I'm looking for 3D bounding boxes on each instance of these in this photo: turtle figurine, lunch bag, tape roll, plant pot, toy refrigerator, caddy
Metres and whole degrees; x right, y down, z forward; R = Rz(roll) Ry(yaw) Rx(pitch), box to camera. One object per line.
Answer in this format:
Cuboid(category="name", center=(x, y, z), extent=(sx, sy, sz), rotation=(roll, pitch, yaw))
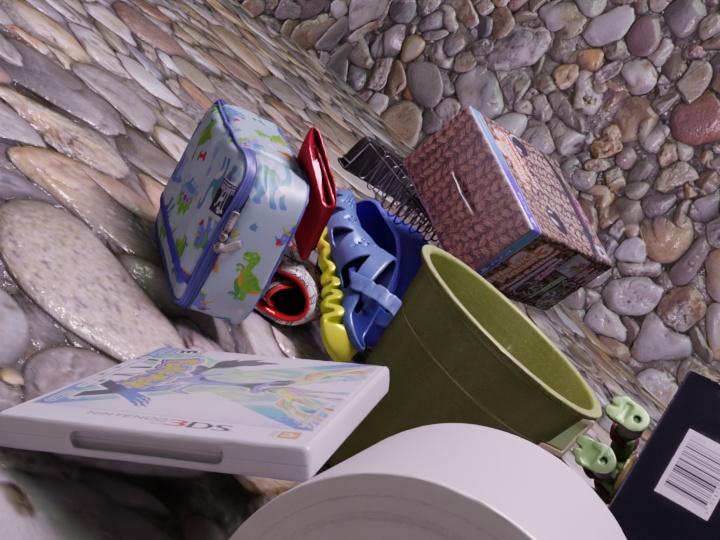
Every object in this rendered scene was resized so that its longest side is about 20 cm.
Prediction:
Cuboid(category="turtle figurine", center=(0.283, 0.216, 1.101), extent=(0.194, 0.142, 0.202), rotation=(72, 2, -60))
Cuboid(category="lunch bag", center=(-0.126, -0.056, 0.818), extent=(0.082, 0.162, 0.200), rotation=(21, 21, -28))
Cuboid(category="tape roll", center=(0.033, 0.185, 0.426), extent=(0.203, 0.203, 0.139), rotation=(45, 14, 14))
Cuboid(category="plant pot", center=(0.068, 0.117, 0.756), extent=(0.199, 0.190, 0.200), rotation=(38, 14, -11))
Cuboid(category="toy refrigerator", center=(0.244, 0.196, 1.251), extent=(0.199, 0.076, 0.070), rotation=(31, 17, -41))
Cuboid(category="caddy", center=(0.009, 0.004, 1.038), extent=(0.104, 0.142, 0.200), rotation=(26, 19, -29))

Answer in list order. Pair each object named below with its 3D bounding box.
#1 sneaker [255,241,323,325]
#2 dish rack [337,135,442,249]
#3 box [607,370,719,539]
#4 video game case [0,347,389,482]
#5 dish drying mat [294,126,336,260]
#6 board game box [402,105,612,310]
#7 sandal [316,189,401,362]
Cuboid(category="sneaker", center=(-0.113, -0.022, 0.943), extent=(0.201, 0.067, 0.108), rotation=(45, 11, 2))
Cuboid(category="dish rack", center=(0.072, -0.074, 1.043), extent=(0.153, 0.055, 0.200), rotation=(24, 23, -43))
Cuboid(category="box", center=(0.343, 0.248, 0.930), extent=(0.117, 0.197, 0.201), rotation=(28, -23, 28))
Cuboid(category="video game case", center=(-0.089, 0.081, 0.554), extent=(0.180, 0.022, 0.200), rotation=(4, 6, 13))
Cuboid(category="dish drying mat", center=(-0.049, -0.067, 0.846), extent=(0.200, 0.018, 0.078), rotation=(128, -53, -75))
Cuboid(category="board game box", center=(0.163, -0.061, 0.966), extent=(0.199, 0.097, 0.161), rotation=(16, 45, -51))
Cuboid(category="sandal", center=(0.000, 0.000, 0.933), extent=(0.080, 0.086, 0.202), rotation=(60, 19, -58))
